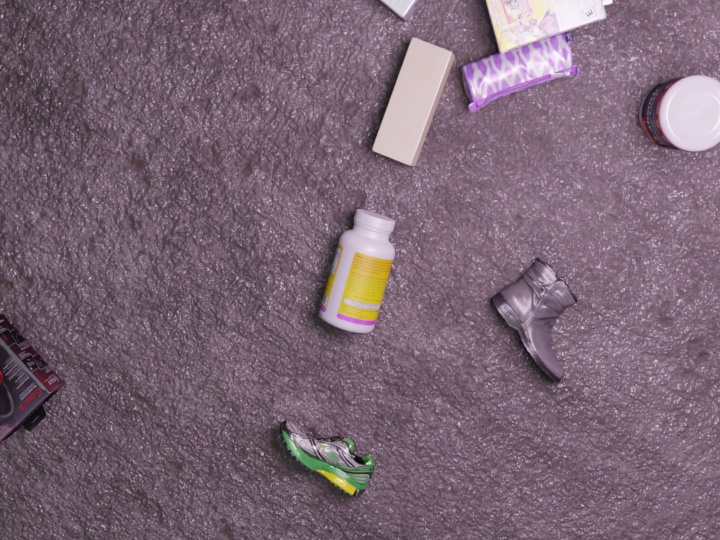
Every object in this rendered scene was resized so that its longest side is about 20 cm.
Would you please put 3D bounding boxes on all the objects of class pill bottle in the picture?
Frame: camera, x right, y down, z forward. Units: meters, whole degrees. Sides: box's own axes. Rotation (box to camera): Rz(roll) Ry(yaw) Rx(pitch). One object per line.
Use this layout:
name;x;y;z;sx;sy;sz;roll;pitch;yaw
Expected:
pill bottle;0.522;-0.255;1.574;0.114;0.200;0.118;1;98;4
pill bottle;0.000;0.000;1.701;0.103;0.104;0.203;17;100;2

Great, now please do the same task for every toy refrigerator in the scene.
toy refrigerator;0.093;-0.289;1.671;0.075;0.070;0.203;21;99;8

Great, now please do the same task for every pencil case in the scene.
pencil case;0.269;-0.335;1.640;0.197;0.084;0.087;-18;66;9

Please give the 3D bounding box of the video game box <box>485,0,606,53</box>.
video game box;0.286;-0.479;1.576;0.179;0.047;0.203;-16;97;6

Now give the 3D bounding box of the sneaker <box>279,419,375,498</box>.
sneaker;-0.062;0.329;1.777;0.198;0.078;0.086;33;93;-10

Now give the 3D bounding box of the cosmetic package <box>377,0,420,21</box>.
cosmetic package;0.027;-0.525;1.640;0.199;0.074;0.102;40;99;0

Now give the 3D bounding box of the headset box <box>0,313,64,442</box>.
headset box;-0.663;0.208;1.799;0.148;0.075;0.201;-41;93;8

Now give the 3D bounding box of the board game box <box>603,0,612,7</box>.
board game box;0.329;-0.528;1.619;0.145;0.064;0.204;-12;96;6

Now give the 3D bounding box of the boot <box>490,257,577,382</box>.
boot;0.335;0.089;1.709;0.131;0.070;0.201;-36;98;3
